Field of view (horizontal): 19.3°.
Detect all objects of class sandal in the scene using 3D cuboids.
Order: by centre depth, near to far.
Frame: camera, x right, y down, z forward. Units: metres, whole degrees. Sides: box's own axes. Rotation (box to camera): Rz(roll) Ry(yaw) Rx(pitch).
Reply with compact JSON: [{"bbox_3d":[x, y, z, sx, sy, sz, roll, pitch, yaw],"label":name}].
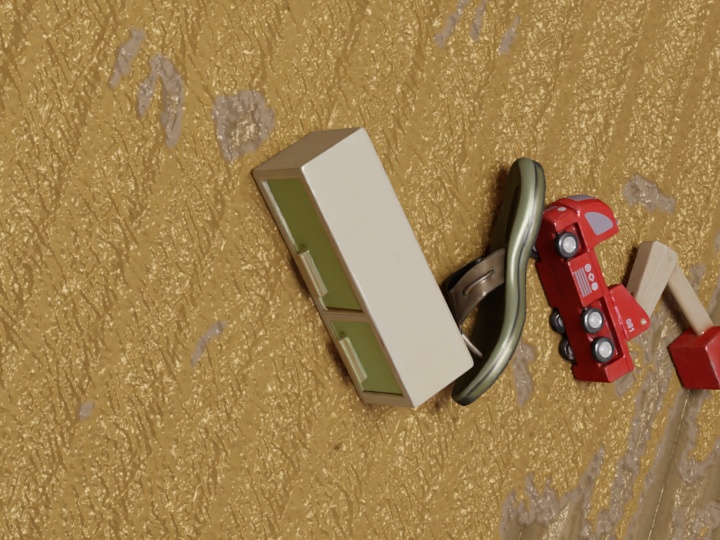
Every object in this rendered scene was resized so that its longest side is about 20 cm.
[{"bbox_3d":[0.095,0.007,1.633,0.057,0.080,0.202,16,75,-14],"label":"sandal"}]

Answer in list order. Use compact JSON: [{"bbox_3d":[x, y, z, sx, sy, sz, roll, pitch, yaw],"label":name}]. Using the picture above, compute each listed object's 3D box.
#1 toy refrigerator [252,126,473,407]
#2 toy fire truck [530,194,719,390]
[{"bbox_3d":[0.000,0.000,1.565,0.070,0.076,0.201,-34,108,-27],"label":"toy refrigerator"},{"bbox_3d":[0.221,0.022,1.719,0.141,0.049,0.201,-27,104,-29],"label":"toy fire truck"}]
